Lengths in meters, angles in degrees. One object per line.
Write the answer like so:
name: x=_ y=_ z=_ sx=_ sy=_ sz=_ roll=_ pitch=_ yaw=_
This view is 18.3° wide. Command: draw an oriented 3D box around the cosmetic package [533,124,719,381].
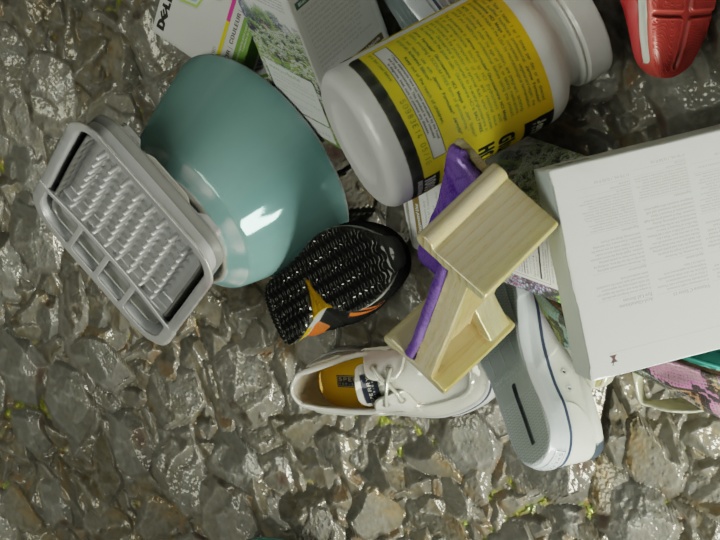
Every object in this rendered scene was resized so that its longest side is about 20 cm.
cosmetic package: x=0.234 y=-0.020 z=1.571 sx=0.052 sy=0.198 sz=0.152 roll=-163 pitch=61 yaw=-80

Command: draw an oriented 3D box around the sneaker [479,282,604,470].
sneaker: x=0.136 y=0.064 z=1.751 sx=0.073 sy=0.070 sz=0.202 roll=-37 pitch=59 yaw=44

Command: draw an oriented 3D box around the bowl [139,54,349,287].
bowl: x=-0.116 y=-0.065 z=1.838 sx=0.200 sy=0.105 sz=0.202 roll=37 pitch=151 yaw=24

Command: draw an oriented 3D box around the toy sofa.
toy sofa: x=0.066 y=-0.001 z=1.607 sx=0.098 sy=0.083 sz=0.200 roll=43 pitch=158 yaw=11

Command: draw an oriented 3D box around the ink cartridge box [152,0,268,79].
ink cartridge box: x=-0.133 y=-0.268 z=1.862 sx=0.199 sy=0.076 sz=0.149 roll=34 pitch=122 yaw=25

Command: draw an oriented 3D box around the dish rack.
dish rack: x=-0.183 y=-0.037 z=1.812 sx=0.172 sy=0.043 sz=0.200 roll=49 pitch=153 yaw=3

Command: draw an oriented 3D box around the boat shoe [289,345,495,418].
boat shoe: x=0.025 y=0.092 z=1.843 sx=0.199 sy=0.070 sz=0.072 roll=-2 pitch=102 yaw=39

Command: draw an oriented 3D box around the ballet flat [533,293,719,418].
ballet flat: x=0.211 y=0.066 z=1.692 sx=0.199 sy=0.069 sz=0.072 roll=24 pitch=122 yaw=27

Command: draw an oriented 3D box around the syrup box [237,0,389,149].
syrup box: x=-0.037 y=-0.200 z=1.735 sx=0.079 sy=0.081 sz=0.201 roll=30 pitch=152 yaw=41

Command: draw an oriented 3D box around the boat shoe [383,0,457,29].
boat shoe: x=0.058 y=-0.214 z=1.724 sx=0.201 sy=0.067 sz=0.073 roll=53 pitch=168 yaw=-14

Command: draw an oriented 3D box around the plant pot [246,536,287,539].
plant pot: x=-0.079 y=0.330 z=1.925 sx=0.200 sy=0.200 sz=0.162 roll=35 pitch=111 yaw=26

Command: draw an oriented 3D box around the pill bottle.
pill bottle: x=0.080 y=-0.139 z=1.641 sx=0.113 sy=0.199 sz=0.113 roll=58 pitch=168 yaw=19

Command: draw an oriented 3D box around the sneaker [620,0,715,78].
sneaker: x=0.192 y=-0.241 z=1.621 sx=0.115 sy=0.078 sz=0.202 roll=5 pitch=94 yaw=47

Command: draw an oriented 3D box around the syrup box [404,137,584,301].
syrup box: x=0.134 y=-0.040 z=1.688 sx=0.199 sy=0.079 sz=0.082 roll=20 pitch=137 yaw=33

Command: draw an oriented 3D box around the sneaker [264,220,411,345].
sneaker: x=0.000 y=0.000 z=1.803 sx=0.200 sy=0.090 sz=0.070 roll=-32 pitch=79 yaw=56
